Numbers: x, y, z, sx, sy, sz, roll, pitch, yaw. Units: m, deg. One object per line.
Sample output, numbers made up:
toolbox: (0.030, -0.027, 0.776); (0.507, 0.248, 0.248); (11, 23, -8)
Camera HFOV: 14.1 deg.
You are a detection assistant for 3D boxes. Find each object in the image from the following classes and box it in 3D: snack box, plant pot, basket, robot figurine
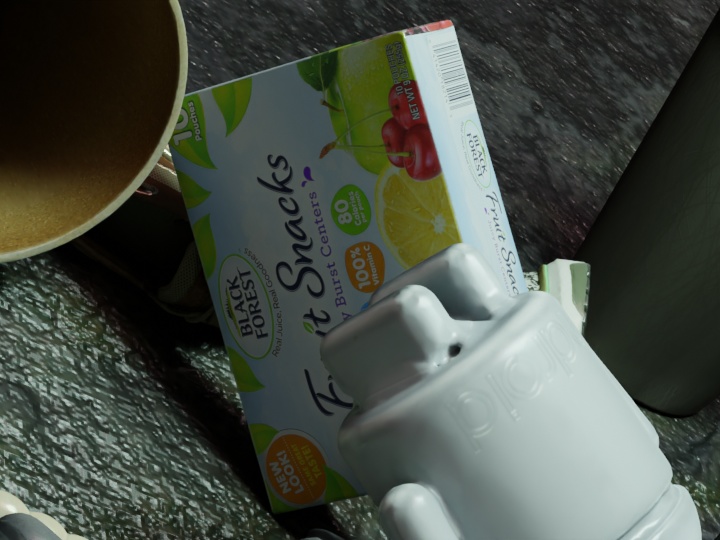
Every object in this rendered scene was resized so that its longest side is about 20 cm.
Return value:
snack box: (0.000, 0.000, 1.340); (0.053, 0.142, 0.201); (-20, 95, -57)
plant pot: (-0.195, -0.132, 1.373); (0.186, 0.187, 0.200); (23, 19, -28)
basket: (0.214, -0.023, 1.659); (0.180, 0.200, 0.136); (45, 29, 14)
robot figurine: (0.068, 0.090, 1.229); (0.200, 0.113, 0.170); (55, 46, -6)

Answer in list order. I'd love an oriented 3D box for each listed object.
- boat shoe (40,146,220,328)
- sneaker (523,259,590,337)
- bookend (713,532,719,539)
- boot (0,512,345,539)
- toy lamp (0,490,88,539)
boat shoe: (-0.076, -0.003, 1.426); (0.199, 0.076, 0.074); (30, 35, -3)
sneaker: (0.070, 0.062, 1.530); (0.088, 0.077, 0.200); (7, 31, 5)
bookend: (0.256, 0.185, 1.521); (0.199, 0.092, 0.200); (44, 29, 12)
boot: (-0.055, 0.146, 1.165); (0.200, 0.070, 0.132); (49, 59, -7)
toy lamp: (-0.106, 0.126, 1.205); (0.200, 0.058, 0.058); (32, 28, -15)
